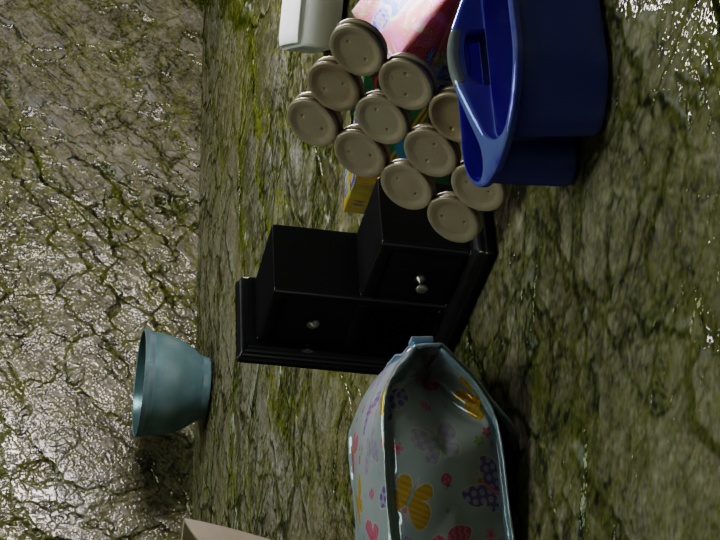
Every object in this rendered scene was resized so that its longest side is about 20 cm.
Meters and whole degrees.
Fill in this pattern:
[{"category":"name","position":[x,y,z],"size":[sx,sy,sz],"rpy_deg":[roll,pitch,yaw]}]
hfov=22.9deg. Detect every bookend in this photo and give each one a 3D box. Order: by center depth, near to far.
[{"category":"bookend","position":[0.000,0.000,1.625],"size":[0.201,0.197,0.093],"rpy_deg":[112,160,-49]}]

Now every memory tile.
[{"category":"memory tile","position":[0.041,-0.116,1.493],"size":[0.017,0.199,0.154],"rpy_deg":[-55,0,-40]}]

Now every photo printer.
[{"category":"photo printer","position":[-0.062,-0.398,2.400],"size":[0.166,0.069,0.202],"rpy_deg":[-155,71,-77]}]

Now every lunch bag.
[{"category":"lunch bag","position":[0.058,0.164,1.466],"size":[0.170,0.126,0.202],"rpy_deg":[129,135,-73]}]

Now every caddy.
[{"category":"caddy","position":[0.117,-0.157,1.361],"size":[0.142,0.104,0.202],"rpy_deg":[111,160,-54]}]

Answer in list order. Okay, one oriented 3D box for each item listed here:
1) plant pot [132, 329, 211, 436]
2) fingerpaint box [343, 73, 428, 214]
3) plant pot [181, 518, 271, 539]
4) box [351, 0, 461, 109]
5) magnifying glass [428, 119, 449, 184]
[{"category":"plant pot","position":[-0.352,0.217,3.342],"size":[0.200,0.133,0.203],"rpy_deg":[-174,90,-77]},{"category":"fingerpaint box","position":[0.026,-0.151,1.799],"size":[0.200,0.073,0.169],"rpy_deg":[123,152,-84]},{"category":"plant pot","position":[-0.121,0.406,2.058],"size":[0.200,0.175,0.202],"rpy_deg":[179,97,-78]},{"category":"box","position":[0.069,-0.213,1.565],"size":[0.100,0.095,0.200],"rpy_deg":[-50,22,14]},{"category":"magnifying glass","position":[0.073,-0.113,1.752],"size":[0.080,0.022,0.202],"rpy_deg":[160,116,-78]}]
